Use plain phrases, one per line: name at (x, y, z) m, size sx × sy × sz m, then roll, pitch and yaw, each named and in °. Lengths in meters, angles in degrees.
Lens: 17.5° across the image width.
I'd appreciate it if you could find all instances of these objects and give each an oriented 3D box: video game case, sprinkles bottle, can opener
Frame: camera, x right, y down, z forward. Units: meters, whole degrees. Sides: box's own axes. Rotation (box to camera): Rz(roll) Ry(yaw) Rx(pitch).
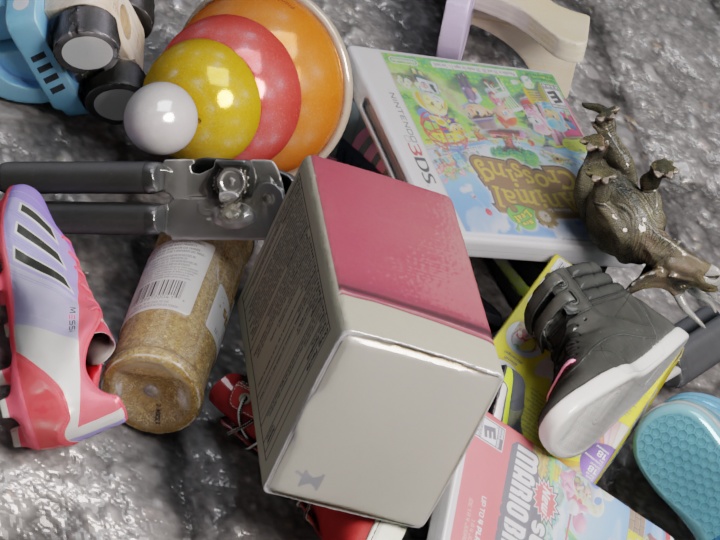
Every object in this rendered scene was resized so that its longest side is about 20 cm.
video game case at (0.120, 0.189, 1.472) m, size 0.200 × 0.017 × 0.143 m, roll 35°, pitch 51°, yaw -30°
sprinkles bottle at (-0.116, 0.020, 1.543) m, size 0.068 × 0.068 × 0.200 m, roll 26°, pitch 38°, yaw -8°
video game case at (0.096, -0.083, 1.701) m, size 0.199 × 0.022 × 0.182 m, roll 4°, pitch 49°, yaw -37°
can opener at (0.227, 0.059, 1.743) m, size 0.053 × 0.067 × 0.200 m, roll 2°, pitch 14°, yaw 39°
can opener at (-0.141, -0.048, 1.555) m, size 0.199 × 0.054 × 0.067 m, roll 1°, pitch 5°, yaw 13°

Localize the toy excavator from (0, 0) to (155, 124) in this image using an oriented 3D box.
toy excavator at (-0.261, -0.177, 1.634) m, size 0.199 × 0.195 × 0.100 m, roll -10°, pitch 56°, yaw 11°

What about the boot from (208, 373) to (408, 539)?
boot at (-0.038, 0.132, 1.475) m, size 0.144 × 0.073 × 0.200 m, roll 24°, pitch 32°, yaw -6°

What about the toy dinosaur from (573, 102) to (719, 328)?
toy dinosaur at (0.179, -0.049, 1.655) m, size 0.077 × 0.103 × 0.200 m, roll -15°, pitch 39°, yaw -19°

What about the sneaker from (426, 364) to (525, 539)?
sneaker at (0.088, 0.157, 1.515) m, size 0.081 × 0.074 × 0.201 m, roll 25°, pitch 59°, yaw -31°

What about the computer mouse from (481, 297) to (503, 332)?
computer mouse at (0.000, 0.000, 1.669) m, size 0.200 × 0.046 × 0.140 m, roll 24°, pitch 9°, yaw -32°

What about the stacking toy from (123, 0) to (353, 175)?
stacking toy at (-0.107, -0.119, 1.618) m, size 0.146 × 0.146 × 0.200 m, roll 41°, pitch 26°, yaw 13°

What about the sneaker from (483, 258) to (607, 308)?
sneaker at (0.126, -0.043, 1.774) m, size 0.072 × 0.083 × 0.200 m, roll -12°, pitch 55°, yaw -44°

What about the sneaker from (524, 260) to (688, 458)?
sneaker at (0.138, 0.056, 1.550) m, size 0.099 × 0.071 × 0.200 m, roll 39°, pitch 30°, yaw 13°

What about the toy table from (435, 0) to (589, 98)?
toy table at (0.135, -0.232, 1.939) m, size 0.117 × 0.184 × 0.200 m, roll 12°, pitch 46°, yaw 2°

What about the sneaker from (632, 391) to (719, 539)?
sneaker at (0.272, 0.166, 1.649) m, size 0.200 × 0.079 × 0.131 m, roll 57°, pitch 15°, yaw -1°

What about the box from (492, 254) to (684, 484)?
box at (0.127, 0.095, 1.613) m, size 0.117 × 0.048 × 0.200 m, roll 36°, pitch 54°, yaw 5°

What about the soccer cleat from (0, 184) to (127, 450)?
soccer cleat at (-0.191, 0.026, 1.471) m, size 0.076 × 0.067 × 0.200 m, roll -9°, pitch 50°, yaw -1°

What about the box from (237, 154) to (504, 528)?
box at (0.001, 0.042, 1.453) m, size 0.109 × 0.128 × 0.200 m, roll 16°, pitch 31°, yaw -19°

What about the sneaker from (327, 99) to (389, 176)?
sneaker at (0.010, -0.067, 1.730) m, size 0.082 × 0.070 × 0.200 m, roll -4°, pitch 31°, yaw -6°
